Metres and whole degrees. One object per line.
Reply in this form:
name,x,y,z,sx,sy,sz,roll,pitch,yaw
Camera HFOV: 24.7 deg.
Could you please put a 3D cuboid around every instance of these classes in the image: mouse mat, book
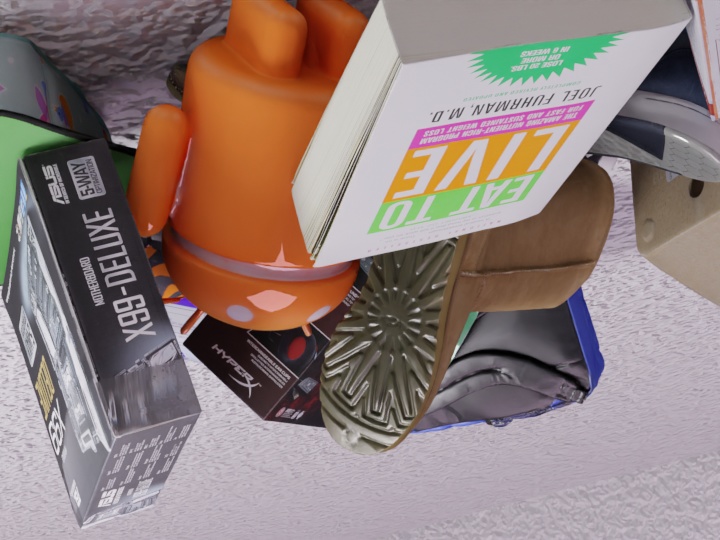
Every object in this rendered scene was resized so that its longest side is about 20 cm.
mouse mat,-0.198,-0.034,0.896,0.161,0.008,0.200,-27,162,21
book,0.053,-0.071,0.765,0.134,0.048,0.200,-10,160,-16

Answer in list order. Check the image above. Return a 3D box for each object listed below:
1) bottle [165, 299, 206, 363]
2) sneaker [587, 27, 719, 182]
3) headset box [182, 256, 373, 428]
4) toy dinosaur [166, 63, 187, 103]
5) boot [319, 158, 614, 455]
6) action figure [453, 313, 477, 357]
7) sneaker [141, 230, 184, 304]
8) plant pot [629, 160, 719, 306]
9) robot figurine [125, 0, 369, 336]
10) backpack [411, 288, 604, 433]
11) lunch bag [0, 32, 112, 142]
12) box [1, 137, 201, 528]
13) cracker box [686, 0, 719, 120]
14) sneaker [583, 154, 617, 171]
bottle,-0.109,0.044,1.285,0.200,0.065,0.084,10,174,21
sneaker,0.153,-0.138,0.910,0.202,0.146,0.077,22,170,43
headset box,0.000,0.000,1.036,0.200,0.075,0.149,-50,163,4
toy dinosaur,-0.070,-0.058,1.033,0.088,0.047,0.200,-29,147,22
boot,0.072,0.018,0.976,0.066,0.175,0.200,31,-161,27
action figure,0.071,-0.011,1.253,0.118,0.055,0.200,34,116,-12
sneaker,-0.147,0.017,1.077,0.200,0.112,0.078,13,-177,41
plant pot,0.279,-0.078,1.034,0.177,0.200,0.200,9,157,-25
robot figurine,-0.045,-0.053,0.903,0.117,0.200,0.144,20,-156,19
backpack,0.091,0.051,1.383,0.200,0.163,0.168,-17,-177,15
lunch bag,-0.234,-0.060,0.950,0.160,0.077,0.200,-13,163,5
box,-0.148,0.042,0.908,0.050,0.158,0.200,-15,164,-20
cracker box,0.164,-0.165,0.739,0.058,0.134,0.200,-14,164,10
sneaker,0.114,-0.099,1.044,0.112,0.073,0.200,-9,164,-2
